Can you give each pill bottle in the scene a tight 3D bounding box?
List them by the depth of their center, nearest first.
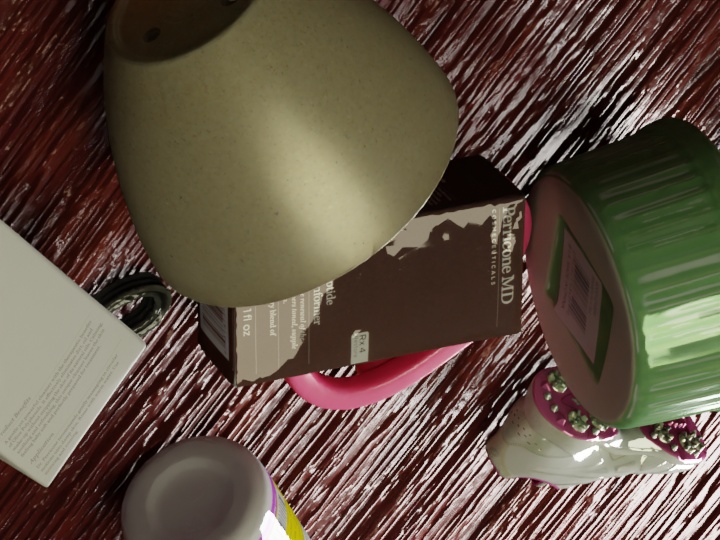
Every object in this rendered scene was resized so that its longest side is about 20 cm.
[{"bbox_3d":[-0.081,0.203,1.902,0.104,0.104,0.200,-35,141,-6],"label":"pill bottle"}]

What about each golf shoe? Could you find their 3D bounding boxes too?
[{"bbox_3d":[0.172,0.122,2.069,0.199,0.076,0.091,14,133,-43],"label":"golf shoe"}]

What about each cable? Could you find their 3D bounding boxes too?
[{"bbox_3d":[-0.201,0.060,1.708,0.199,0.050,0.098,-10,127,-30],"label":"cable"}]

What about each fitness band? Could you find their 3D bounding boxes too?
[{"bbox_3d":[0.029,0.012,1.862,0.200,0.037,0.144,-36,141,-7],"label":"fitness band"}]

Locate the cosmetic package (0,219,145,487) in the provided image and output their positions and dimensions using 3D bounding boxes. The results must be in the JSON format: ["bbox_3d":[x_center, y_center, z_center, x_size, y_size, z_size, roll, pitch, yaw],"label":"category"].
[{"bbox_3d":[-0.226,0.022,1.587,0.108,0.085,0.200,-54,133,-10],"label":"cosmetic package"}]

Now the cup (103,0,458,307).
[{"bbox_3d":[-0.063,-0.103,1.568,0.200,0.200,0.144,-36,129,-4],"label":"cup"}]

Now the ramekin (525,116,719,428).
[{"bbox_3d":[0.185,0.008,1.862,0.097,0.200,0.201,-15,136,-16],"label":"ramekin"}]

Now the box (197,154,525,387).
[{"bbox_3d":[0.000,0.000,1.761,0.199,0.075,0.101,-12,119,-21],"label":"box"}]
